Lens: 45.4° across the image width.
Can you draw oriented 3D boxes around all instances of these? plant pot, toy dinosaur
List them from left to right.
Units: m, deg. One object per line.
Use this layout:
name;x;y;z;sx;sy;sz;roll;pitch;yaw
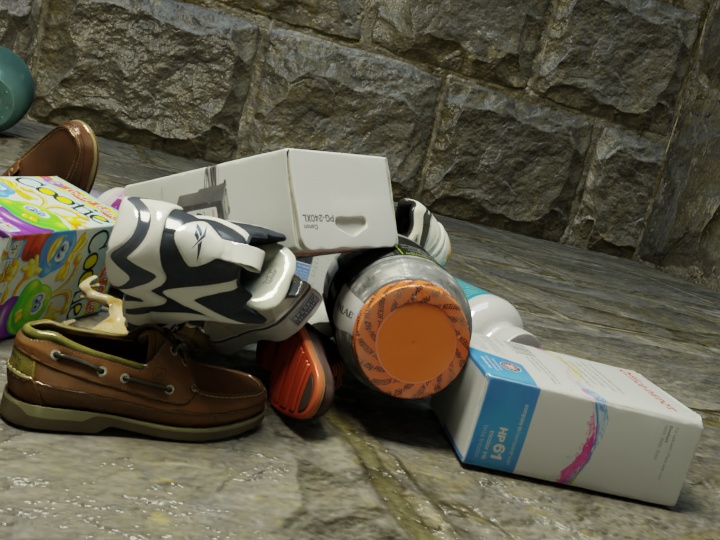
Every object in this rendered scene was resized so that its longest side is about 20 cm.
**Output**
plant pot;-0.867;-0.411;2.000;0.199;0.202;0.161;11;20;-23
toy dinosaur;-0.206;0.048;0.732;0.101;0.059;0.200;21;11;27

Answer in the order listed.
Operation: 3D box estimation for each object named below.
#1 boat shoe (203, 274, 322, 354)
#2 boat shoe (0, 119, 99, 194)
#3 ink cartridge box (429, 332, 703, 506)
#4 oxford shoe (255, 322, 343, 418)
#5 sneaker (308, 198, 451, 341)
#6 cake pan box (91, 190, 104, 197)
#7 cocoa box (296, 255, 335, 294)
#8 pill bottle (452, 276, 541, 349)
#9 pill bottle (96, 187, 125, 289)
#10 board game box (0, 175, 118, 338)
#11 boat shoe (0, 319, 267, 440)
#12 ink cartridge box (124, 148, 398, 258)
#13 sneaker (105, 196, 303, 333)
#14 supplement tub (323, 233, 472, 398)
boat shoe;-0.106;0.026;0.767;0.070;0.071;0.200;46;-23;-15
boat shoe;-0.343;-0.074;0.890;0.072;0.200;0.067;51;25;10
ink cartridge box;0.178;0.128;0.775;0.198;0.085;0.145;13;10;-9
oxford shoe;-0.042;0.082;0.760;0.072;0.072;0.200;19;9;-17
sneaker;0.000;0.000;0.920;0.076;0.200;0.088;42;-10;51
cake pan box;-0.409;-0.084;1.211;0.199;0.053;0.184;10;9;-28
cocoa box;-0.053;-0.011;1.083;0.132;0.132;0.200;15;9;1
pill bottle;0.100;0.067;0.934;0.110;0.112;0.200;7;12;-38
pill bottle;-0.196;-0.014;0.940;0.199;0.113;0.112;17;10;14
board game box;-0.305;-0.016;0.761;0.104;0.104;0.200;28;11;9
boat shoe;-0.149;0.076;0.618;0.199;0.069;0.072;8;11;-38
ink cartridge box;-0.087;-0.049;0.763;0.199;0.084;0.145;-7;0;36
sneaker;-0.109;0.013;0.652;0.129;0.080;0.199;12;-26;-1
supplement tub;0.031;0.038;0.788;0.122;0.123;0.200;13;9;-9
